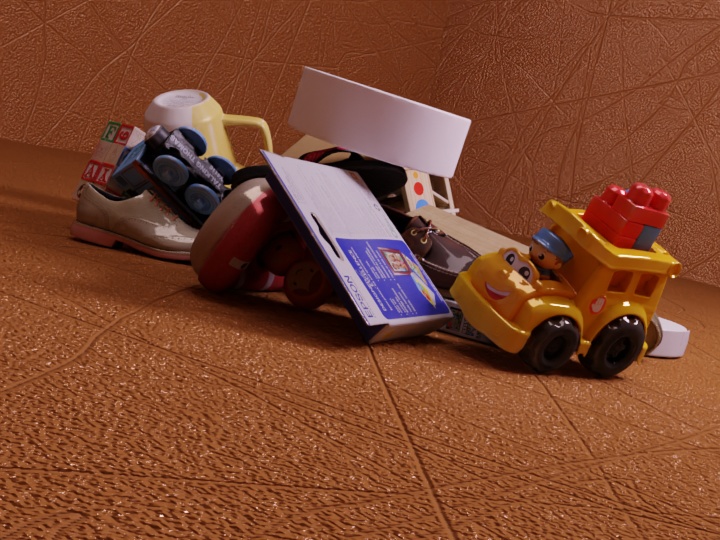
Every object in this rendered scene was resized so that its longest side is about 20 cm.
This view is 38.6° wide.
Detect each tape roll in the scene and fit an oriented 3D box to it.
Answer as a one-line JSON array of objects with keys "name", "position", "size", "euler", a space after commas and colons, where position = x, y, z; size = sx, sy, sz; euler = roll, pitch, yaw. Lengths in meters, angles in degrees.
[{"name": "tape roll", "position": [0.022, -0.168, 1.168], "size": [0.202, 0.071, 0.202], "euler": [17, 9, -3]}, {"name": "tape roll", "position": [0.322, 0.070, 1.340], "size": [0.202, 0.037, 0.203], "euler": [12, 6, -1]}]

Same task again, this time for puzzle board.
[{"name": "puzzle board", "position": [0.108, -0.022, 1.236], "size": [0.200, 0.017, 0.150], "euler": [26, 36, 37]}]

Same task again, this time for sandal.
[{"name": "sandal", "position": [-0.045, -0.113, 1.148], "size": [0.199, 0.045, 0.075], "euler": [-1, -26, -8]}]

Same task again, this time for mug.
[{"name": "mug", "position": [-0.242, -0.189, 1.541], "size": [0.186, 0.154, 0.149], "euler": [-18, 31, -26]}]

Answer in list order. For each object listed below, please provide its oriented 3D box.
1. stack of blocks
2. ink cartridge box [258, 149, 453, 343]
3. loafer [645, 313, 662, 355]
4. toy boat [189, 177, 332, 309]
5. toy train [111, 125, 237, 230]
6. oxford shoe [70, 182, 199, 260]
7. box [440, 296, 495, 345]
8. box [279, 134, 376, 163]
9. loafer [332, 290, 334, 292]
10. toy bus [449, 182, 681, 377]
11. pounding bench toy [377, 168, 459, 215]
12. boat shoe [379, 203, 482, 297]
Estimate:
[{"name": "stack of blocks", "position": [-0.277, -0.103, 1.393], "size": [0.058, 0.115, 0.200], "euler": [17, -10, 39]}, {"name": "ink cartridge box", "position": [-0.011, -0.020, 1.005], "size": [0.198, 0.047, 0.200], "euler": [58, 25, 16]}, {"name": "loafer", "position": [0.270, 0.043, 1.184], "size": [0.200, 0.076, 0.068], "euler": [36, 32, -16]}, {"name": "toy boat", "position": [-0.080, -0.013, 1.076], "size": [0.131, 0.131, 0.200], "euler": [47, 21, 22]}, {"name": "toy train", "position": [-0.209, -0.095, 1.294], "size": [0.114, 0.087, 0.200], "euler": [-23, -60, 40]}, {"name": "oxford shoe", "position": [-0.247, -0.057, 1.239], "size": [0.199, 0.074, 0.071], "euler": [11, 6, -5]}, {"name": "box", "position": [0.149, 0.051, 1.191], "size": [0.110, 0.035, 0.200], "euler": [15, 7, 27]}, {"name": "box", "position": [-0.019, -0.150, 1.327], "size": [0.163, 0.021, 0.200], "euler": [1, 23, 18]}, {"name": "loafer", "position": [0.000, 0.000, 1.241], "size": [0.199, 0.063, 0.072], "euler": [9, 7, -22]}, {"name": "toy bus", "position": [0.216, -0.007, 1.015], "size": [0.199, 0.192, 0.136], "euler": [6, 30, -34]}, {"name": "pounding bench toy", "position": [0.032, -0.059, 1.377], "size": [0.200, 0.157, 0.124], "euler": [-11, -1, -43]}, {"name": "boat shoe", "position": [0.056, -0.029, 1.156], "size": [0.199, 0.071, 0.070], "euler": [19, 36, 27]}]
